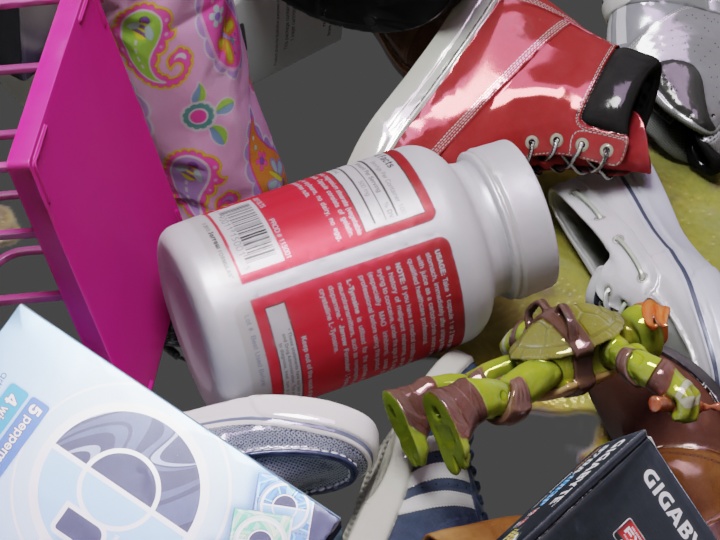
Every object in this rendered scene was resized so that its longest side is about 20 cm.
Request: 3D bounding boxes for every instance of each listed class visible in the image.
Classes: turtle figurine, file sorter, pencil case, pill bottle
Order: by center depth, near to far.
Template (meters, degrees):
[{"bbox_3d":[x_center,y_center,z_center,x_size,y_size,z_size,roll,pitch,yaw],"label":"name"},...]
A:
[{"bbox_3d":[0.102,0.050,1.422,0.160,0.065,0.200,-22,22,-23],"label":"turtle figurine"},{"bbox_3d":[-0.186,-0.031,1.503,0.124,0.201,0.140,-3,46,15],"label":"file sorter"},{"bbox_3d":[0.000,0.000,1.519,0.199,0.113,0.113,-19,51,-13],"label":"pill bottle"},{"bbox_3d":[-0.102,-0.112,1.587,0.087,0.201,0.088,-11,36,8],"label":"pencil case"}]

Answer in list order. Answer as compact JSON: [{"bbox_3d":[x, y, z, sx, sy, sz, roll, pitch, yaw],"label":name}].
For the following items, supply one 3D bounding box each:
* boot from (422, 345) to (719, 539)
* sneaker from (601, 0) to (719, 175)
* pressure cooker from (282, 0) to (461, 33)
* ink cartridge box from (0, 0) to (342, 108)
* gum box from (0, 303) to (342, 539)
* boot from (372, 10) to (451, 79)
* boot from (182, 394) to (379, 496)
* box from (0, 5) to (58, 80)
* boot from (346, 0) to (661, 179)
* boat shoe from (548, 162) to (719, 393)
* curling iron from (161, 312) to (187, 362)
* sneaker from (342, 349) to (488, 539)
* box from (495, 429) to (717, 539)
[{"bbox_3d":[0.113,0.125,1.453,0.199,0.069,0.189,-14,61,-32],"label":"boot"},{"bbox_3d":[0.238,-0.106,1.699,0.198,0.075,0.116,9,67,-4],"label":"sneaker"},{"bbox_3d":[0.019,-0.259,1.631,0.175,0.179,0.201,5,51,32],"label":"pressure cooker"},{"bbox_3d":[-0.129,-0.168,1.719,0.199,0.083,0.147,-28,55,-26],"label":"ink cartridge box"},{"bbox_3d":[-0.137,0.142,1.401,0.199,0.045,0.170,32,74,12],"label":"gum box"},{"bbox_3d":[0.042,-0.168,1.712,0.073,0.076,0.200,-27,45,-25],"label":"boot"},{"bbox_3d":[-0.089,0.123,1.463,0.198,0.073,0.091,-6,52,12],"label":"boot"},{"bbox_3d":[-0.174,-0.253,1.602,0.123,0.199,0.200,30,54,20],"label":"box"},{"bbox_3d":[0.081,-0.058,1.602,0.144,0.072,0.201,30,80,20],"label":"boot"},{"bbox_3d":[0.159,0.015,1.581,0.066,0.074,0.200,-14,38,-7],"label":"boat shoe"},{"bbox_3d":[-0.044,-0.011,1.617,0.049,0.026,0.200,29,54,26],"label":"curling iron"},{"bbox_3d":[0.042,0.128,1.473,0.084,0.075,0.201,27,47,-2],"label":"sneaker"},{"bbox_3d":[0.129,0.203,1.342,0.159,0.046,0.201,-38,98,-32],"label":"box"}]
